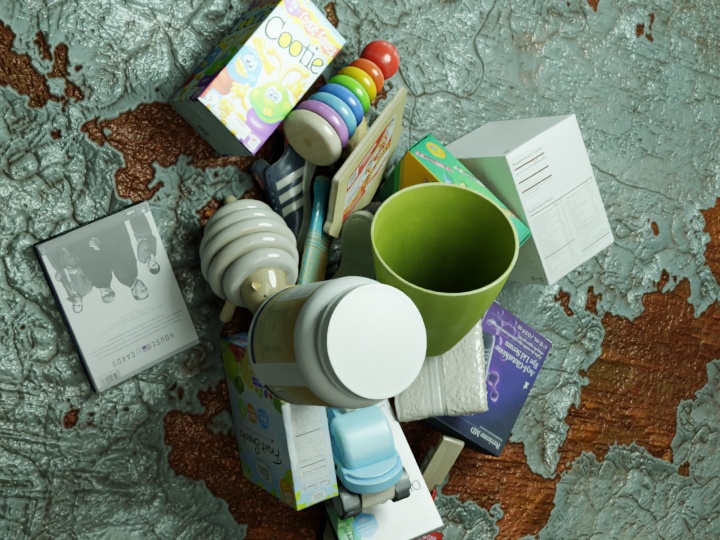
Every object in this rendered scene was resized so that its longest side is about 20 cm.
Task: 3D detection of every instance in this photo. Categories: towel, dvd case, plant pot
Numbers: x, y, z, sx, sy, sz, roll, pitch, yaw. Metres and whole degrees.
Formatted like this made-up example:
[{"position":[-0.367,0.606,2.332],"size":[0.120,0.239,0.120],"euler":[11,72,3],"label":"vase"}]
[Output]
[{"position":[-0.062,-0.017,1.351],"size":[0.022,0.147,0.201],"euler":[11,85,7],"label":"towel"},{"position":[0.112,0.111,1.446],"size":[0.034,0.132,0.201],"euler":[47,37,-62],"label":"towel"},{"position":[-0.301,0.032,1.271],"size":[0.150,0.025,0.201],"euler":[-26,108,-27],"label":"dvd case"},{"position":[0.099,0.020,1.347],"size":[0.187,0.187,0.200],"euler":[-30,149,-26],"label":"plant pot"}]

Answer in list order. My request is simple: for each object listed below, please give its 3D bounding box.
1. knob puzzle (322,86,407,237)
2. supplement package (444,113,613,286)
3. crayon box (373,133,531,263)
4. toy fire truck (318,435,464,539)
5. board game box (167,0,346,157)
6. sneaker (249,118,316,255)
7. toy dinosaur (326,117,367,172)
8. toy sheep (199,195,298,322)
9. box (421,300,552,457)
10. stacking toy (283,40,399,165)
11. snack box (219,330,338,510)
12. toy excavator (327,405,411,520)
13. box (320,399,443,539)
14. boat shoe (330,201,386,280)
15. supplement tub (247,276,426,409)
[{"position":[-0.003,-0.127,1.349],"size":[0.030,0.220,0.220],"euler":[28,77,10],"label":"knob puzzle"},{"position":[0.231,-0.104,1.487],"size":[0.147,0.191,0.200],"euler":[-31,110,-27],"label":"supplement package"},{"position":[0.126,-0.078,1.416],"size":[0.200,0.119,0.058],"euler":[45,50,5],"label":"crayon box"},{"position":[0.057,0.330,1.472],"size":[0.176,0.129,0.201],"euler":[26,69,-30],"label":"toy fire truck"},{"position":[-0.131,-0.254,1.302],"size":[0.105,0.103,0.200],"euler":[45,72,-27],"label":"board game box"},{"position":[-0.110,-0.105,1.354],"size":[0.084,0.075,0.201],"euler":[8,86,-23],"label":"sneaker"},{"position":[-0.024,-0.209,1.412],"size":[0.101,0.058,0.201],"euler":[-13,109,-45],"label":"toy dinosaur"},{"position":[-0.144,-0.020,1.288],"size":[0.138,0.200,0.138],"euler":[-20,145,-15],"label":"toy sheep"},{"position":[0.172,0.155,1.526],"size":[0.148,0.104,0.200],"euler":[33,77,-30],"label":"box"},{"position":[-0.013,-0.231,1.329],"size":[0.085,0.085,0.200],"euler":[51,60,-25],"label":"stacking toy"},{"position":[-0.108,0.188,1.319],"size":[0.068,0.169,0.201],"euler":[-15,102,-29],"label":"snack box"},{"position":[-0.012,0.189,1.327],"size":[0.100,0.195,0.201],"euler":[-13,124,-21],"label":"toy excavator"},{"position":[0.009,0.289,1.403],"size":[0.144,0.036,0.200],"euler":[-18,67,-17],"label":"box"},{"position":[0.000,0.000,1.401],"size":[0.061,0.072,0.202],"euler":[-46,156,-53],"label":"boat shoe"},{"position":[-0.029,0.082,1.146],"size":[0.144,0.200,0.145],"euler":[3,84,-29],"label":"supplement tub"}]
